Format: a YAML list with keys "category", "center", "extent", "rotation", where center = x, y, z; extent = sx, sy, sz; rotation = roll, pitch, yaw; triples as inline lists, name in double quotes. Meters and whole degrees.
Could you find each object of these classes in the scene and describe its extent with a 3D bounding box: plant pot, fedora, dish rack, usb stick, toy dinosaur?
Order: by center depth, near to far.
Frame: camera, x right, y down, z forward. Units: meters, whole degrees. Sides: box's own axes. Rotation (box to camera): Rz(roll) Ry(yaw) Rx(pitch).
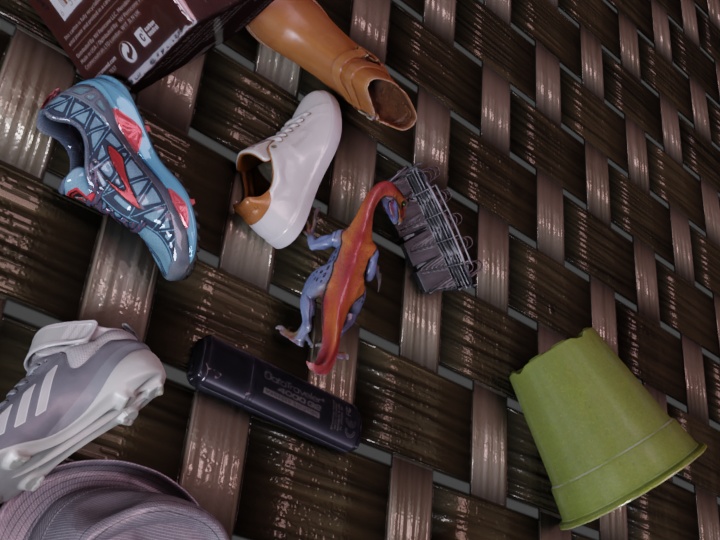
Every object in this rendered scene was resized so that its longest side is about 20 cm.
- category: "fedora"
  center: [-0.174, 0.228, 0.693]
  extent: [0.199, 0.090, 0.178]
  rotation: [28, 54, -33]
- category: "usb stick"
  center: [-0.078, 0.121, 0.878]
  extent: [0.199, 0.033, 0.056]
  rotation: [30, 46, -31]
- category: "toy dinosaur"
  center: [0.000, 0.000, 0.920]
  extent: [0.104, 0.200, 0.183]
  rotation: [25, 98, -26]
- category: "dish rack"
  center: [0.080, -0.047, 1.005]
  extent: [0.054, 0.200, 0.154]
  rotation: [-27, 93, -11]
- category: "plant pot"
  center: [0.279, 0.179, 1.107]
  extent: [0.199, 0.200, 0.191]
  rotation: [-17, 72, -47]

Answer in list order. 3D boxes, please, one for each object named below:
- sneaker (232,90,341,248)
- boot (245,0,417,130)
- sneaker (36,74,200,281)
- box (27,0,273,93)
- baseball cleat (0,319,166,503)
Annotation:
- category: "sneaker"
  center: [-0.078, -0.127, 0.959]
  extent: [0.084, 0.072, 0.201]
  rotation: [36, 51, -30]
- category: "boot"
  center: [-0.029, -0.233, 1.002]
  extent: [0.199, 0.074, 0.155]
  rotation: [21, 21, -40]
- category: "sneaker"
  center: [-0.219, -0.071, 0.808]
  extent: [0.095, 0.079, 0.201]
  rotation: [-27, 83, -37]
- category: "box"
  center: [-0.185, -0.291, 0.860]
  extent: [0.165, 0.165, 0.200]
  rotation: [54, 45, -10]
- category: "baseball cleat"
  center: [-0.251, 0.107, 0.701]
  extent: [0.199, 0.070, 0.106]
  rotation: [-28, 59, -35]
